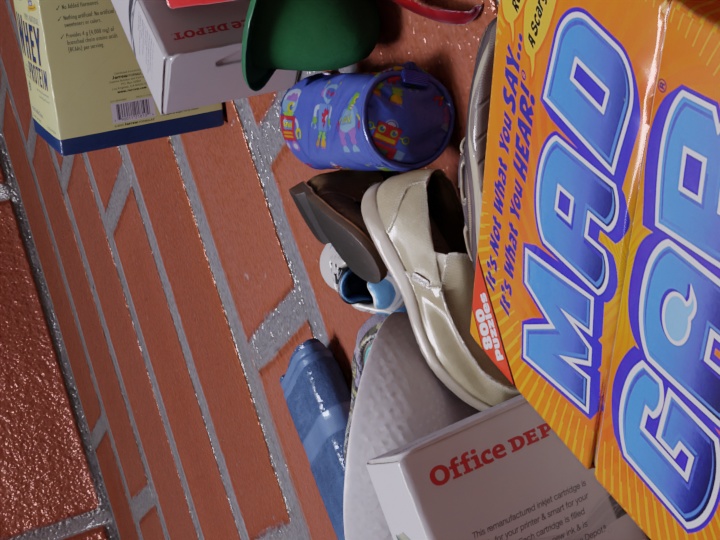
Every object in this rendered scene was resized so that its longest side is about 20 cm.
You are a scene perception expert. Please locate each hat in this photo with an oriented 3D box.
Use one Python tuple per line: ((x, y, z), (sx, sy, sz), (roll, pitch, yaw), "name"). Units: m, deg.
((0.011, -0.195, 1.008), (0.201, 0.174, 0.167), (-61, -11, -56), "hat")

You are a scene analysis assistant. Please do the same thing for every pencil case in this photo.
((0.000, -0.123, 1.011), (0.200, 0.077, 0.088), (-166, 82, -66), "pencil case")

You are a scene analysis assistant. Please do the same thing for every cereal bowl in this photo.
((0.052, 0.137, 0.966), (0.200, 0.082, 0.203), (8, -90, -77), "cereal bowl")

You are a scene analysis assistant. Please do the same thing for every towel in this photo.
((-0.023, 0.176, 1.284), (0.112, 0.048, 0.202), (119, 133, -60), "towel")

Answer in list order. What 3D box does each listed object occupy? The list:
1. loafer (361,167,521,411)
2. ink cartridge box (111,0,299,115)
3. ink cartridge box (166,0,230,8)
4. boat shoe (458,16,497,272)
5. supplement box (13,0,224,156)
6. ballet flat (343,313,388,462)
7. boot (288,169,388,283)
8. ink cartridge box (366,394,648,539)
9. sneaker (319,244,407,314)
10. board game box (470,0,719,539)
((0.071, 0.012, 0.910), (0.068, 0.075, 0.201), (-38, 79, 39), "loafer")
((-0.156, -0.261, 1.210), (0.202, 0.143, 0.084), (63, 155, 27), "ink cartridge box")
((-0.129, -0.344, 1.118), (0.067, 0.114, 0.203), (-50, -46, -69), "ink cartridge box")
((0.091, -0.071, 0.829), (0.073, 0.074, 0.203), (-139, 45, -60), "boat shoe")
((-0.277, -0.259, 1.428), (0.134, 0.198, 0.203), (32, 132, 57), "supplement box")
((0.022, 0.114, 1.136), (0.072, 0.071, 0.202), (53, 149, 42), "ballet flat")
((-0.001, -0.050, 1.024), (0.074, 0.075, 0.200), (62, 174, -23), "boot")
((0.110, 0.190, 0.827), (0.202, 0.144, 0.084), (69, 162, 3), "ink cartridge box")
((0.000, 0.000, 1.094), (0.200, 0.072, 0.073), (9, 113, 68), "sneaker")
((0.180, -0.025, 0.478), (0.200, 0.197, 0.202), (50, 147, 48), "board game box")
